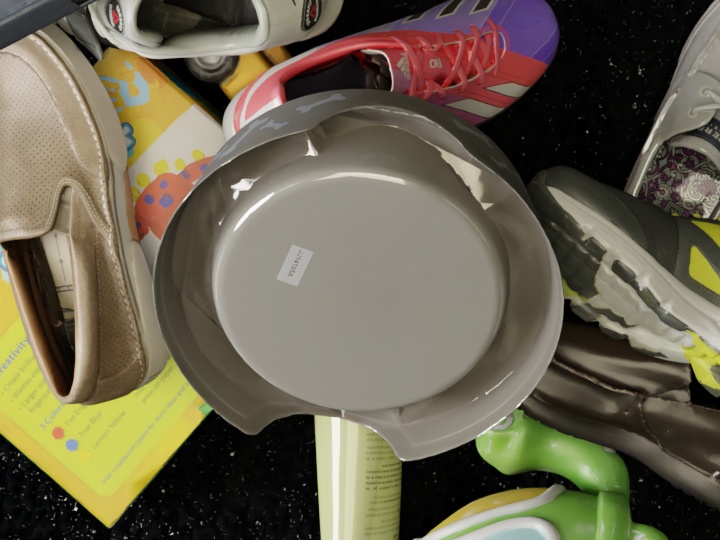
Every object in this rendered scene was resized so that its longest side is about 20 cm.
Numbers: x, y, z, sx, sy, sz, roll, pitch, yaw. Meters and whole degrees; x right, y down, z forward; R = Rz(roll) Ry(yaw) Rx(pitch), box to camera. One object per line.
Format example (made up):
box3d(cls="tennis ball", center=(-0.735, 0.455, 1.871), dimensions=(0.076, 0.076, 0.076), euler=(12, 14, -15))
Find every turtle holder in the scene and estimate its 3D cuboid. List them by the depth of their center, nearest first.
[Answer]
box3d(cls="turtle holder", center=(0.088, 0.167, 1.229), dimensions=(0.131, 0.141, 0.187), euler=(6, 96, 3))

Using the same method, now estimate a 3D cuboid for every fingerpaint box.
box3d(cls="fingerpaint box", center=(-0.127, 0.004, 1.259), dimensions=(0.167, 0.073, 0.200), euler=(40, 95, -2))

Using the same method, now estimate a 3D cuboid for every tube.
box3d(cls="tube", center=(-0.002, 0.112, 1.267), dimensions=(0.058, 0.052, 0.202), euler=(-2, 92, -26))

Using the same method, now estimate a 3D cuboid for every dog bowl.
box3d(cls="dog bowl", center=(0.000, 0.000, 1.160), dimensions=(0.198, 0.059, 0.201), euler=(2, 124, 2))

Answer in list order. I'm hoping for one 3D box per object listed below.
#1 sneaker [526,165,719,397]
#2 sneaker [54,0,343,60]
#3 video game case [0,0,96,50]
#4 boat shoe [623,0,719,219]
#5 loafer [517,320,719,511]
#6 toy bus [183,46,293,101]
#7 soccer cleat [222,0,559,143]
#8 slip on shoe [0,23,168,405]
box3d(cls="sneaker", center=(0.171, 0.003, 1.197), dimensions=(0.199, 0.074, 0.085), euler=(36, 66, -8))
box3d(cls="sneaker", center=(-0.116, -0.143, 1.169), dimensions=(0.199, 0.088, 0.075), euler=(6, 111, 21))
box3d(cls="video game case", center=(-0.118, -0.196, 1.160), dimensions=(0.199, 0.019, 0.143), euler=(-28, 48, 0))
box3d(cls="boat shoe", center=(0.179, -0.065, 1.241), dimensions=(0.072, 0.069, 0.201), euler=(33, 95, 0))
box3d(cls="loafer", center=(0.144, 0.055, 1.249), dimensions=(0.199, 0.073, 0.072), euler=(27, 109, -9))
box3d(cls="toy bus", center=(-0.102, -0.182, 1.249), dimensions=(0.078, 0.065, 0.200), euler=(-40, 91, 3))
box3d(cls="soccer cleat", center=(0.027, -0.101, 1.215), dimensions=(0.199, 0.073, 0.069), euler=(-21, 87, -23))
box3d(cls="slip on shoe", center=(-0.156, -0.030, 1.179), dimensions=(0.076, 0.060, 0.201), euler=(-8, 101, 41))
